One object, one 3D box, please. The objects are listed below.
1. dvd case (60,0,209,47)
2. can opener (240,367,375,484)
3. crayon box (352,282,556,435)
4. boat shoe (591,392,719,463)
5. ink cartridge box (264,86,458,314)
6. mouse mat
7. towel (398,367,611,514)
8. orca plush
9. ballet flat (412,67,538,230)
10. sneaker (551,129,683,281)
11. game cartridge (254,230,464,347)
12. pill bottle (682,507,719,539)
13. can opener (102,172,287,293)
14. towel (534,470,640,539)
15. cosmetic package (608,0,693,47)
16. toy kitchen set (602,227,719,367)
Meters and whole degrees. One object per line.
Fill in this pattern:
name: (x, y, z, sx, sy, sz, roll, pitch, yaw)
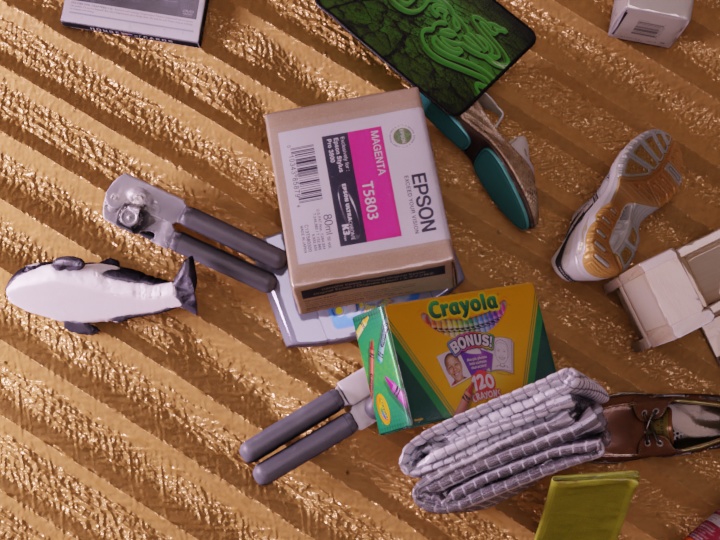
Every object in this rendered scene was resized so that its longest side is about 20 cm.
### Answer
dvd case: (-0.228, -0.347, 1.654, 0.150, 0.025, 0.201, 9, 82, -1)
can opener: (-0.025, 0.144, 1.556, 0.200, 0.067, 0.053, -30, 83, -13)
crayon box: (0.097, 0.085, 1.534, 0.199, 0.058, 0.119, -8, 81, -37)
boat shoe: (0.302, 0.154, 1.571, 0.199, 0.068, 0.072, -9, 84, -1)
ink cartridge box: (-0.001, -0.071, 1.558, 0.164, 0.075, 0.201, -11, 66, 1)
mouse mat: (0.070, -0.264, 1.623, 0.200, 0.008, 0.161, 41, 59, 6)
towel: (0.149, 0.174, 1.496, 0.199, 0.166, 0.086, -24, 75, 10)
orca plush: (-0.257, 0.003, 1.577, 0.199, 0.105, 0.071, -11, 40, 20)
ballet flat: (0.136, -0.135, 1.613, 0.065, 0.071, 0.200, -36, 88, -23)
sneaker: (0.259, -0.068, 1.602, 0.076, 0.088, 0.200, 47, 59, -13)
game cartridge: (0.000, 0.000, 1.604, 0.199, 0.040, 0.134, -21, 86, -4)
pill bottle: (0.416, 0.259, 1.538, 0.200, 0.110, 0.110, -39, 84, -6)
can opener: (-0.169, -0.038, 1.587, 0.199, 0.067, 0.054, 25, 92, 1)
towel: (0.211, 0.252, 1.496, 0.086, 0.200, 0.018, -4, 52, -7)
cosmetic package: (0.318, -0.348, 1.628, 0.071, 0.105, 0.201, 11, 80, 0)
toy kitchen set: (0.378, 0.036, 1.535, 0.199, 0.180, 0.164, -26, 84, -5)
